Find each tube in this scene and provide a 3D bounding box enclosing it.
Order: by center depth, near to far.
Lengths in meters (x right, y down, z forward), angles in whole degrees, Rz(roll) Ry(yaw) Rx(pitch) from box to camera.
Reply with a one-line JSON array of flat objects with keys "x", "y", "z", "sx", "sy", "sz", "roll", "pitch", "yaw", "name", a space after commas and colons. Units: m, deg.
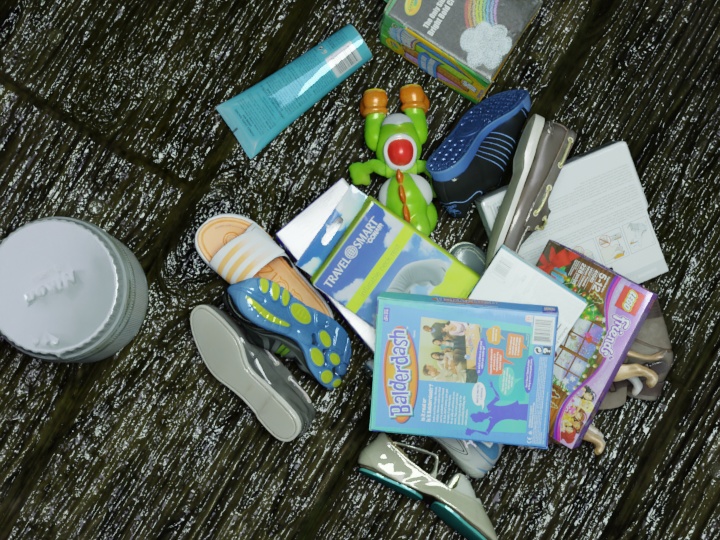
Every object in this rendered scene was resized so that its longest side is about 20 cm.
[{"x": -0.079, "y": -0.229, "z": 1.407, "sx": 0.199, "sy": 0.050, "sz": 0.078, "roll": -36, "pitch": 84, "yaw": -1, "name": "tube"}]

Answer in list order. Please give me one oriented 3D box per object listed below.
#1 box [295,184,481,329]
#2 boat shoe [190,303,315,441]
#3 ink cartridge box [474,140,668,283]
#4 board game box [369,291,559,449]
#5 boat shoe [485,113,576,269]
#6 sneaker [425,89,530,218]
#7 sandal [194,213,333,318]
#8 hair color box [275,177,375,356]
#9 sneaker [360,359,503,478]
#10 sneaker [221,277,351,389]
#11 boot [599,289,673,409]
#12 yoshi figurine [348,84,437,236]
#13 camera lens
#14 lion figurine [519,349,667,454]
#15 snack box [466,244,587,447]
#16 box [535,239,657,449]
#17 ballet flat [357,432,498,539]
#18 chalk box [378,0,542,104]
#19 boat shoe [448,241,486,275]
[{"x": 0.038, "y": 0.007, "z": 1.310, "sx": 0.199, "sy": 0.048, "sz": 0.122, "roll": 35, "pitch": 96, "yaw": -12, "name": "box"}, {"x": -0.131, "y": 0.120, "z": 1.375, "sx": 0.067, "sy": 0.057, "sz": 0.200, "roll": -42, "pitch": 84, "yaw": 30, "name": "boat shoe"}, {"x": 0.265, "y": -0.045, "z": 1.411, "sx": 0.199, "sy": 0.044, "sz": 0.175, "roll": -23, "pitch": 100, "yaw": -4, "name": "ink cartridge box"}, {"x": 0.113, "y": 0.108, "z": 1.246, "sx": 0.198, "sy": 0.045, "sz": 0.154, "roll": 5, "pitch": 99, "yaw": 8, "name": "board game box"}, {"x": 0.200, "y": -0.082, "z": 1.344, "sx": 0.059, "sy": 0.072, "sz": 0.202, "roll": 18, "pitch": 88, "yaw": -6, "name": "boat shoe"}, {"x": 0.152, "y": -0.145, "z": 1.389, "sx": 0.200, "sy": 0.070, "sz": 0.078, "roll": -45, "pitch": 127, "yaw": -32, "name": "sneaker"}, {"x": -0.112, "y": 0.005, "z": 1.376, "sx": 0.206, "sy": 0.059, "sz": 0.079, "roll": 41, "pitch": 84, "yaw": 1, "name": "sandal"}, {"x": 0.000, "y": 0.000, "z": 1.382, "sx": 0.109, "sy": 0.065, "sz": 0.200, "roll": -39, "pitch": 87, "yaw": -5, "name": "hair color box"}, {"x": 0.087, "y": 0.169, "z": 1.371, "sx": 0.200, "sy": 0.072, "sz": 0.073, "roll": 38, "pitch": 78, "yaw": -2, "name": "sneaker"}, {"x": -0.085, "y": 0.071, "z": 1.345, "sx": 0.199, "sy": 0.082, "sz": 0.071, "roll": 41, "pitch": 68, "yaw": -32, "name": "sneaker"}, {"x": 0.282, "y": 0.097, "z": 1.379, "sx": 0.198, "sy": 0.070, "sz": 0.148, "roll": 1, "pitch": 109, "yaw": 6, "name": "boot"}, {"x": 0.052, "y": -0.119, "z": 1.394, "sx": 0.111, "sy": 0.112, "sz": 0.202, "roll": 11, "pitch": 65, "yaw": -42, "name": "yoshi figurine"}, {"x": -0.332, "y": 0.025, "z": 1.291, "sx": 0.158, "sy": 0.200, "sz": 0.162, "roll": 0, "pitch": 85, "yaw": -3, "name": "camera lens"}, {"x": 0.262, "y": 0.143, "z": 1.347, "sx": 0.122, "sy": 0.072, "sz": 0.201, "roll": 34, "pitch": 107, "yaw": 4, "name": "lion figurine"}, {"x": 0.154, "y": 0.086, "z": 1.280, "sx": 0.116, "sy": 0.037, "sz": 0.201, "roll": 33, "pitch": 101, "yaw": 3, "name": "snack box"}, {"x": 0.234, "y": 0.084, "z": 1.303, "sx": 0.136, "sy": 0.039, "sz": 0.201, "roll": 29, "pitch": 98, "yaw": 23, "name": "box"}, {"x": 0.092, "y": 0.261, "z": 1.368, "sx": 0.199, "sy": 0.069, "sz": 0.070, "roll": 32, "pitch": 84, "yaw": 0, "name": "ballet flat"}, {"x": 0.100, "y": -0.319, "z": 1.385, "sx": 0.199, "sy": 0.124, "sz": 0.125, "roll": 34, "pitch": 85, "yaw": 1, "name": "chalk box"}, {"x": 0.162, "y": 0.057, "z": 1.386, "sx": 0.072, "sy": 0.062, "sz": 0.202, "roll": -20, "pitch": 87, "yaw": -4, "name": "boat shoe"}]
